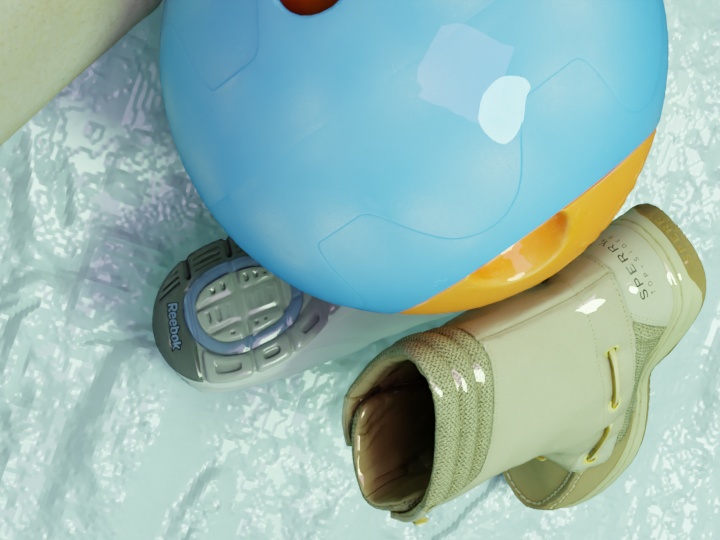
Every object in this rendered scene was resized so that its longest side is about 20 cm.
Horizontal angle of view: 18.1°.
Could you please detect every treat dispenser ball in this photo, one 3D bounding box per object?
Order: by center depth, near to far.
[{"bbox_3d":[0.021,-0.084,0.885,0.199,0.201,0.203,-5,103,-21],"label":"treat dispenser ball"}]

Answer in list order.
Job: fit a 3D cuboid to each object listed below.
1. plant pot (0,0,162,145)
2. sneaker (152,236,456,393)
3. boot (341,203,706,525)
[{"bbox_3d":[-0.181,-0.112,0.863,0.183,0.200,0.202,-37,113,-24],"label":"plant pot"},{"bbox_3d":[0.000,0.000,1.007,0.198,0.087,0.075,-18,77,-11],"label":"sneaker"},{"bbox_3d":[0.059,0.067,0.993,0.155,0.201,0.073,-27,67,-28],"label":"boot"}]
